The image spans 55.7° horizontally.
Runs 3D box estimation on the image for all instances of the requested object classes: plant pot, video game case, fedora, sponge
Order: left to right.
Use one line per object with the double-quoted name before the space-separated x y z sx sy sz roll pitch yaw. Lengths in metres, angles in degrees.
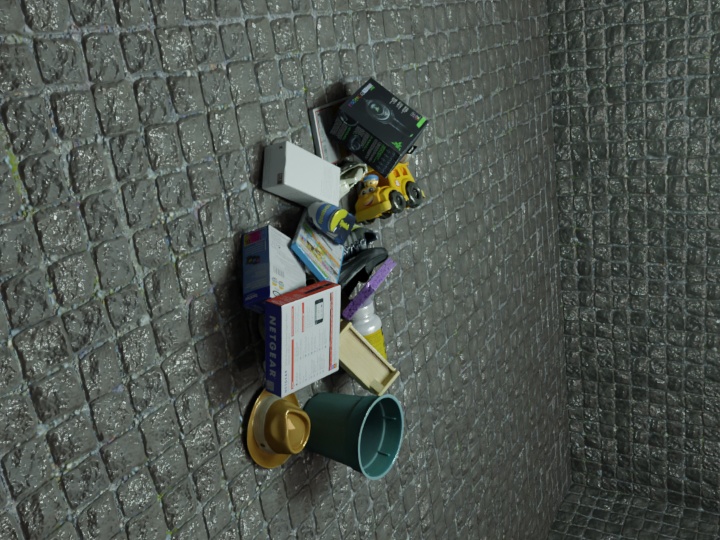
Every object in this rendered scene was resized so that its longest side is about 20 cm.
"fedora" -0.171 0.353 1.535 0.200 0.082 0.202 -7 98 -58
"video game case" -0.094 -0.052 1.562 0.143 0.018 0.200 51 22 -21
"video game case" -0.056 -0.352 1.712 0.200 0.017 0.144 -36 122 -51
"plant pot" -0.029 0.386 1.655 0.200 0.195 0.201 -9 101 -56
"sponge" 0.024 0.044 1.682 0.112 0.030 0.200 -51 178 26

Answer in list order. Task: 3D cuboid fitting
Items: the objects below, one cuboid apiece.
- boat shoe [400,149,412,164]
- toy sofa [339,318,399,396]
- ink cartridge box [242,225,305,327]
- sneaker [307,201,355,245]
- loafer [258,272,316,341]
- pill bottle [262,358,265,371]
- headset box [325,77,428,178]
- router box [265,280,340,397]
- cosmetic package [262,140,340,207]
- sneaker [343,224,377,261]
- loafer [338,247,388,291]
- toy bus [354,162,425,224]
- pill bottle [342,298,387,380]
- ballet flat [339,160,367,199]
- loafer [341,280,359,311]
"boat shoe" 0.067 -0.370 1.796 0.072 0.076 0.201 -8 61 -40
"toy sofa" -0.006 0.216 1.693 0.200 0.098 0.083 46 75 -16
"ink cartridge box" -0.181 0.024 1.440 0.136 0.076 0.201 33 43 -53
"sneaker" -0.065 -0.114 1.574 0.074 0.082 0.200 -65 166 -7
"loafer" -0.163 0.075 1.535 0.076 0.068 0.200 59 46 -41
"pill bottle" -0.129 0.165 1.555 0.200 0.106 0.106 -57 137 -34
"headset box" 0.049 -0.347 1.675 0.200 0.093 0.174 38 49 0
"router box" -0.118 0.138 1.415 0.179 0.049 0.201 -18 116 -49
"cosmetic package" -0.131 -0.210 1.541 0.200 0.074 0.102 19 69 -52
"sneaker" -0.029 -0.060 1.724 0.200 0.081 0.074 -48 131 -44
"loafer" 0.000 0.000 1.684 0.200 0.070 0.068 -26 155 -38
"toy bus" 0.057 -0.235 1.811 0.200 0.135 0.193 -26 98 -52
"pill bottle" 0.006 0.178 1.773 0.111 0.111 0.201 -35 122 -51
"ballet flat" -0.045 -0.222 1.700 0.200 0.071 0.072 -50 132 -43
"loafer" -0.062 0.071 1.692 0.073 0.071 0.201 58 47 -43
